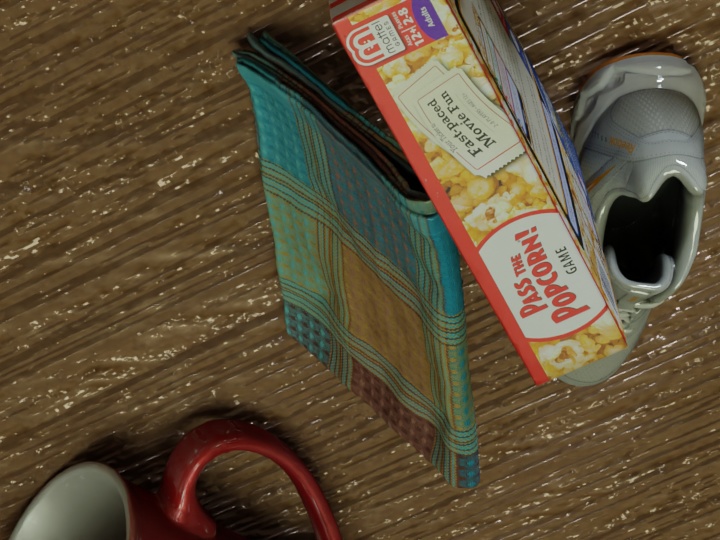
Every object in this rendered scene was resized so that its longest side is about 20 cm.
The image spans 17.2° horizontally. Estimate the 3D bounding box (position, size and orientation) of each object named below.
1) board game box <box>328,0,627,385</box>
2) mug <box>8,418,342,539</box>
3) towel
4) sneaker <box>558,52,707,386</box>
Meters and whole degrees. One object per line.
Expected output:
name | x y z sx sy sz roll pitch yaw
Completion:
board game box | 0.045 -0.074 1.003 0.046 0.152 0.200 -24 124 11
mug | -0.073 0.189 1.294 0.199 0.134 0.177 27 128 -33
towel | 0.000 0.000 1.110 0.022 0.147 0.201 -32 141 -22
sneaker | 0.120 -0.003 1.144 0.075 0.092 0.201 2 135 -7
